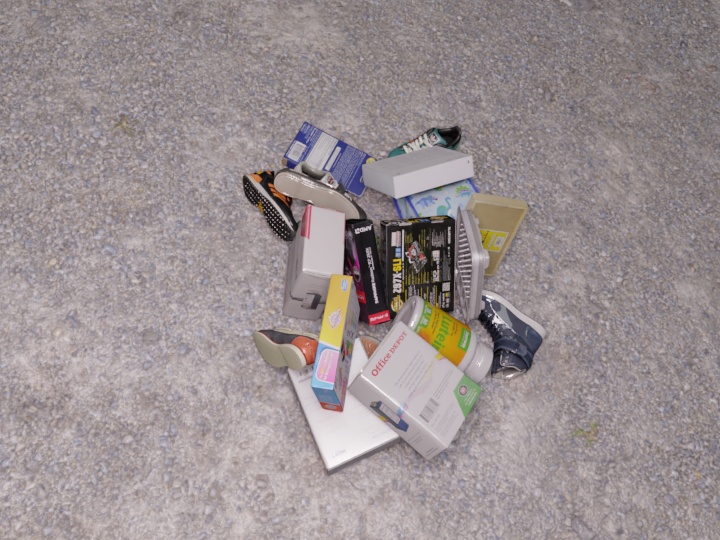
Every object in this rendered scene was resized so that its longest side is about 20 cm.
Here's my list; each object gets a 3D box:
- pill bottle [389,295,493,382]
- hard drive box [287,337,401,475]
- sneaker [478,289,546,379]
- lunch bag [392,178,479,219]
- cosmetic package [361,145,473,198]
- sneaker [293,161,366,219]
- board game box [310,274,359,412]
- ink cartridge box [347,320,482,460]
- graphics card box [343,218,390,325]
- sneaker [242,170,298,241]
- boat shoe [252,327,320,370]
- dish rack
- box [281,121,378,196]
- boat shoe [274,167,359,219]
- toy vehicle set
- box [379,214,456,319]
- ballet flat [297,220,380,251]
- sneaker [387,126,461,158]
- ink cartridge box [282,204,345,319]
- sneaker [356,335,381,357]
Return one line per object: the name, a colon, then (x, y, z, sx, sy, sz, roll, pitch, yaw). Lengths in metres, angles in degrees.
pill bottle: (0.165, 0.145, 1.414, 0.198, 0.111, 0.113, 31, 59, -13)
hard drive box: (-0.031, 0.254, 1.322, 0.153, 0.077, 0.203, -21, 69, -10)
sneaker: (0.281, 0.137, 1.482, 0.200, 0.077, 0.147, 31, 61, 5)
lunch bag: (0.171, -0.152, 1.579, 0.167, 0.129, 0.202, -13, 52, -14)
cosmetic package: (0.123, -0.216, 1.521, 0.197, 0.150, 0.053, -18, 112, -21)
sneaker: (-0.068, -0.165, 1.538, 0.198, 0.089, 0.075, 32, 58, 1)
board game box: (-0.041, 0.131, 1.248, 0.039, 0.154, 0.204, 6, 66, 8)
ink cartridge box: (0.097, 0.214, 1.271, 0.199, 0.088, 0.146, 40, 56, 3)
graphics card box: (0.000, 0.000, 1.401, 0.050, 0.125, 0.205, -12, 100, -19)
sneaker: (-0.170, -0.148, 1.496, 0.089, 0.071, 0.200, -25, 56, -28)
boat shoe: (-0.138, 0.139, 1.318, 0.062, 0.198, 0.072, -34, 110, -29)
dish rack: (0.224, -0.011, 1.424, 0.042, 0.203, 0.174, -5, 44, 0)
box: (-0.067, -0.248, 1.611, 0.197, 0.033, 0.122, 27, 60, 2)
boat shoe: (-0.088, -0.163, 1.486, 0.197, 0.067, 0.057, 26, 29, -9)
toy vehicle set: (0.264, -0.073, 1.511, 0.122, 0.202, 0.027, 7, 42, -14)
box: (0.119, -0.007, 1.461, 0.156, 0.049, 0.205, -6, 105, -16)
ballet flat: (-0.046, -0.070, 1.504, 0.195, 0.075, 0.076, 7, 62, -10)
sneaker: (0.151, -0.293, 1.652, 0.197, 0.080, 0.072, -25, 74, -23)
ink cartridge box: (-0.094, -0.010, 1.386, 0.083, 0.200, 0.148, 10, 61, -15)
sneaker: (0.072, 0.198, 1.406, 0.198, 0.080, 0.072, 34, 98, 22)
